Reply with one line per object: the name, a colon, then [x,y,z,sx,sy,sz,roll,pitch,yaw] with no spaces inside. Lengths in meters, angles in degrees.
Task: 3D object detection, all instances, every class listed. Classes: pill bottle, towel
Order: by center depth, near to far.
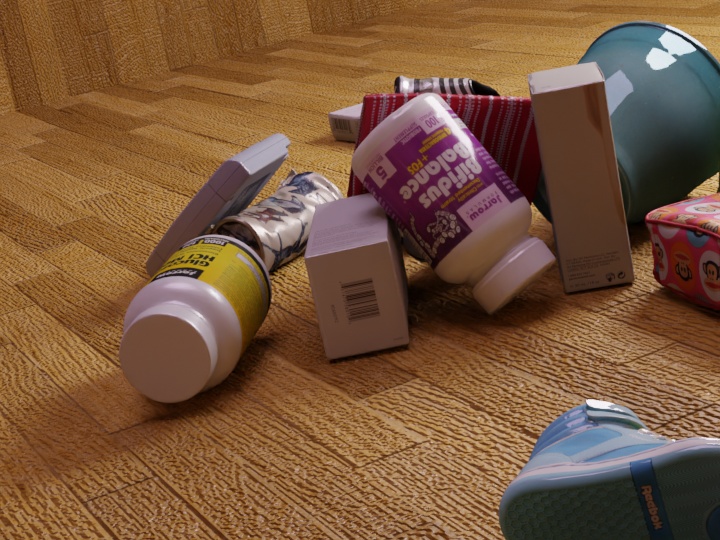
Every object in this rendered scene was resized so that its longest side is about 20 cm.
pill bottle: [-0.155,0.046,1.414,0.112,0.113,0.200,-8,16,12]
pill bottle: [0.091,-0.060,1.436,0.112,0.200,0.112,-39,-9,-7]
towel: [0.092,-0.120,1.540,0.199,0.145,0.023,0,46,-10]

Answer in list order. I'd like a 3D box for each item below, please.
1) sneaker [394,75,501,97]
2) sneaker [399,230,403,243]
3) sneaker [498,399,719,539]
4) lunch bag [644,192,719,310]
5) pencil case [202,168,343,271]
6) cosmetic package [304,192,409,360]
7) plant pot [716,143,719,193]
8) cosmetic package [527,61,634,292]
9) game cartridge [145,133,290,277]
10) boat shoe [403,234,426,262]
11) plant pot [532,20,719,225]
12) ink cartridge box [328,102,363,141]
sneaker: [0.098,-0.127,1.590,0.114,0.201,0.076,-2,56,5]
sneaker: [0.121,-0.077,1.729,0.199,0.072,0.080,-25,20,-16]
sneaker: [0.194,0.124,0.981,0.199,0.080,0.131,-5,19,17]
lunch bag: [0.369,-0.025,1.354,0.175,0.082,0.200,-15,16,-15]
pencil case: [-0.100,-0.052,1.759,0.089,0.078,0.200,33,33,15]
cosmetic package: [0.000,0.000,1.477,0.084,0.108,0.200,-12,15,4]
plant pot: [0.443,-0.146,1.510,0.199,0.194,0.201,-10,17,3]
cosmetic package: [0.213,-0.091,1.468,0.071,0.201,0.105,-10,18,7]
game cartridge: [-0.168,-0.070,1.747,0.200,0.042,0.133,-48,-9,31]
boat shoe: [0.111,-0.039,1.610,0.073,0.067,0.200,24,33,28]
plant pot: [0.273,-0.135,1.619,0.199,0.201,0.188,5,34,43]
ink cartridge box: [0.075,-0.246,2.356,0.199,0.057,0.162,-26,21,-28]
